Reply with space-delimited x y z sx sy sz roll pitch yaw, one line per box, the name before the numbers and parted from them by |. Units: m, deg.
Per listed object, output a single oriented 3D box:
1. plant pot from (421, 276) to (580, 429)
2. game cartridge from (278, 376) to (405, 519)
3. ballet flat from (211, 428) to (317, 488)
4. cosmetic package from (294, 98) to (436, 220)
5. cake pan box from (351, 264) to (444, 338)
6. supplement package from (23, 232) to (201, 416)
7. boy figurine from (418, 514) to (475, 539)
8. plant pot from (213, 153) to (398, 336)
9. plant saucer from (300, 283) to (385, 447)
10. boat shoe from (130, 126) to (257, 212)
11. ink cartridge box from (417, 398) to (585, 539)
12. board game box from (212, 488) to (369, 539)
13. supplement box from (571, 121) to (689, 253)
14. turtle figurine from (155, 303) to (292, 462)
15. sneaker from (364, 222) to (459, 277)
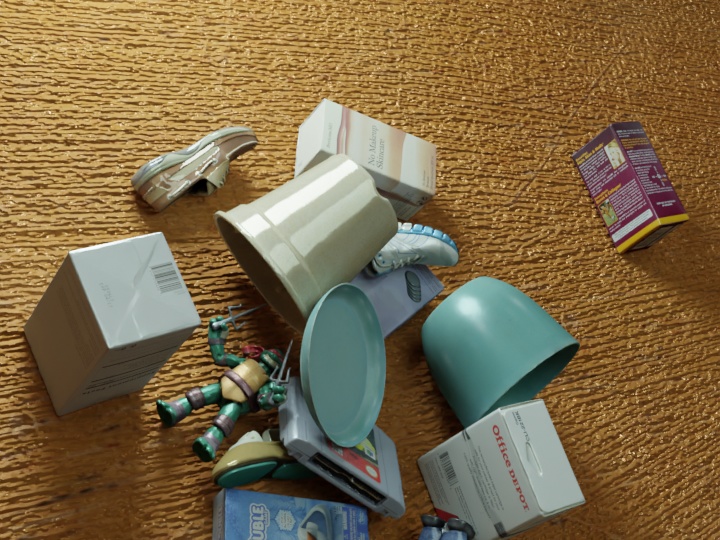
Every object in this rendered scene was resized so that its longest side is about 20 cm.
plant pot | 0.180 0.108 1.617 0.200 0.201 0.161 -23 65 -40
game cartridge | -0.023 0.220 1.462 0.200 0.041 0.134 38 20 -28
ballet flat | -0.119 0.227 1.411 0.199 0.069 0.063 10 47 -54
cosmetic package | 0.009 -0.164 1.726 0.199 0.087 0.104 18 56 -24
cake pan box | 0.000 0.000 1.648 0.200 0.052 0.184 50 46 2
supplement package | -0.289 0.063 1.319 0.119 0.200 0.122 -15 73 -38
boy figurine | 0.094 0.410 1.436 0.065 0.123 0.201 53 44 -50
plant pot | -0.059 -0.047 1.497 0.183 0.200 0.201 -39 87 -14
plant saucer | -0.024 0.117 1.427 0.200 0.027 0.202 11 78 -62
boat shoe | -0.218 -0.135 1.574 0.199 0.076 0.072 -30 86 -32
ink cartridge box | 0.180 0.274 1.505 0.083 0.200 0.145 -8 68 -36
board game box | -0.080 0.373 1.379 0.197 0.043 0.202 12 57 -26
supplement box | 0.469 -0.146 2.004 0.085 0.110 0.201 -9 69 -37
turtle figurine | -0.149 0.140 1.431 0.149 0.101 0.200 30 57 28
sneaker | 0.045 -0.024 1.622 0.198 0.075 0.087 15 62 -15
